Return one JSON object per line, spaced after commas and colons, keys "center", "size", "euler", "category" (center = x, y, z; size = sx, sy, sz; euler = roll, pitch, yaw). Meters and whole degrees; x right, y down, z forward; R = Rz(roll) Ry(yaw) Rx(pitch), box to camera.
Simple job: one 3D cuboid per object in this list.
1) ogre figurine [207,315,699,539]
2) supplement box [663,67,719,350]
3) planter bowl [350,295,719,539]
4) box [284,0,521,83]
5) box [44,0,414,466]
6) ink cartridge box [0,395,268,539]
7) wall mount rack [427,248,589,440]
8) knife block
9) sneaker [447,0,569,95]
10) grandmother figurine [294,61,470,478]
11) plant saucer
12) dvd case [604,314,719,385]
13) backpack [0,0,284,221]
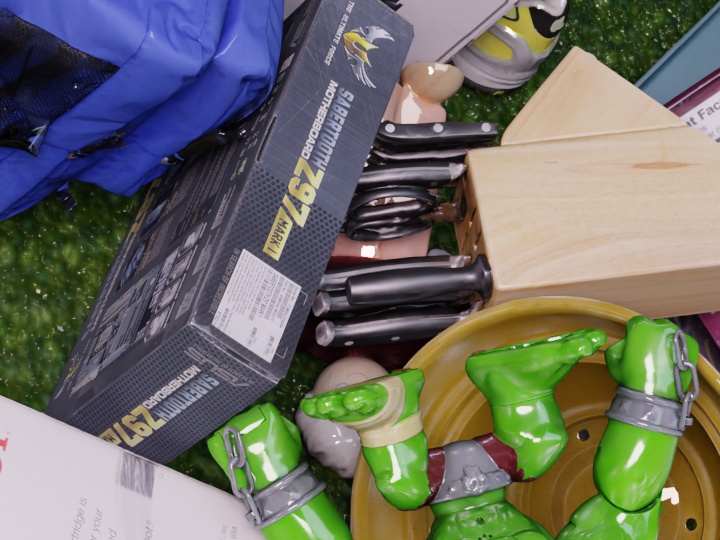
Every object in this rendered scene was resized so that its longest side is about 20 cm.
{"center": [0.050, 0.095, 0.937], "size": [0.199, 0.098, 0.121], "euler": [-14, 91, -24], "category": "ogre figurine"}
{"center": [0.217, -0.006, 1.135], "size": [0.201, 0.103, 0.131], "euler": [57, 15, 0], "category": "supplement box"}
{"center": [0.101, 0.112, 1.019], "size": [0.083, 0.199, 0.202], "euler": [-1, 67, -65], "category": "planter bowl"}
{"center": [-0.027, -0.172, 1.117], "size": [0.199, 0.117, 0.060], "euler": [25, 54, -22], "category": "box"}
{"center": [-0.060, -0.013, 0.989], "size": [0.051, 0.158, 0.201], "euler": [34, 52, -17], "category": "box"}
{"center": [-0.109, 0.154, 0.924], "size": [0.199, 0.083, 0.147], "euler": [26, 56, -24], "category": "ink cartridge box"}
{"center": [0.123, 0.047, 1.152], "size": [0.200, 0.074, 0.174], "euler": [53, 19, -4], "category": "wall mount rack"}
{"center": [0.082, -0.002, 1.023], "size": [0.199, 0.064, 0.176], "euler": [35, 70, 9], "category": "knife block"}
{"center": [0.057, -0.198, 1.213], "size": [0.075, 0.076, 0.201], "euler": [-21, 81, -38], "category": "sneaker"}
{"center": [0.000, 0.000, 1.077], "size": [0.120, 0.061, 0.202], "euler": [0, 71, 13], "category": "grandmother figurine"}
{"center": [0.197, -0.100, 1.287], "size": [0.070, 0.019, 0.200], "euler": [50, 42, -3], "category": "plant saucer"}
{"center": [0.155, 0.018, 1.148], "size": [0.149, 0.016, 0.201], "euler": [40, 27, -33], "category": "dvd case"}
{"center": [-0.138, -0.105, 0.953], "size": [0.167, 0.199, 0.163], "euler": [33, 48, -30], "category": "backpack"}
